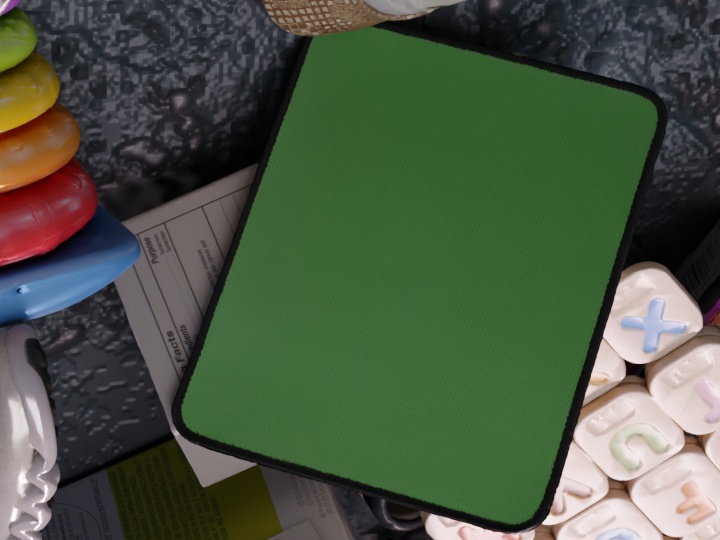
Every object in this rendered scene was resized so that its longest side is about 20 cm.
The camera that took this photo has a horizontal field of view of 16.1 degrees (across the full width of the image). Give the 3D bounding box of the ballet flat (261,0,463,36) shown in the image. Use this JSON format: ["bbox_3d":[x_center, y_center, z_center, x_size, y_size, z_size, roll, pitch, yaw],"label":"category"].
[{"bbox_3d":[0.051,-0.149,1.040,0.199,0.065,0.071,-31,124,2],"label":"ballet flat"}]

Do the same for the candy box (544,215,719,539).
[{"bbox_3d":[0.169,0.090,1.206,0.136,0.061,0.200,34,106,-12],"label":"candy box"}]

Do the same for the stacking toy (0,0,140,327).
[{"bbox_3d":[-0.165,-0.086,0.998,0.115,0.110,0.201,-16,113,-22],"label":"stacking toy"}]

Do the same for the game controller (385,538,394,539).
[{"bbox_3d":[0.090,0.193,1.237,0.200,0.104,0.042,38,95,-32],"label":"game controller"}]

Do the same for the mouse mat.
[{"bbox_3d":[0.025,-0.003,1.036,0.160,0.201,0.008,15,162,12],"label":"mouse mat"}]

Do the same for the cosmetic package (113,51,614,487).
[{"bbox_3d":[0.000,0.000,1.081,0.199,0.104,0.073,-23,156,-2],"label":"cosmetic package"}]

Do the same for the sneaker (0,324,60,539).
[{"bbox_3d":[-0.178,0.096,1.025,0.081,0.075,0.200,7,136,-28],"label":"sneaker"}]

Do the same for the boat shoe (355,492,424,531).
[{"bbox_3d":[0.066,0.034,1.158,0.075,0.060,0.201,23,111,-28],"label":"boat shoe"}]

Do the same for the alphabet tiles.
[{"bbox_3d":[0.130,0.083,1.124,0.199,0.015,0.196,-33,128,15],"label":"alphabet tiles"}]

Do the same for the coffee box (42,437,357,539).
[{"bbox_3d":[-0.068,0.216,1.141,0.197,0.200,0.201,-24,125,-2],"label":"coffee box"}]

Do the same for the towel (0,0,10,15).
[{"bbox_3d":[-0.181,-0.174,0.897,0.200,0.086,0.166,43,106,1],"label":"towel"}]
